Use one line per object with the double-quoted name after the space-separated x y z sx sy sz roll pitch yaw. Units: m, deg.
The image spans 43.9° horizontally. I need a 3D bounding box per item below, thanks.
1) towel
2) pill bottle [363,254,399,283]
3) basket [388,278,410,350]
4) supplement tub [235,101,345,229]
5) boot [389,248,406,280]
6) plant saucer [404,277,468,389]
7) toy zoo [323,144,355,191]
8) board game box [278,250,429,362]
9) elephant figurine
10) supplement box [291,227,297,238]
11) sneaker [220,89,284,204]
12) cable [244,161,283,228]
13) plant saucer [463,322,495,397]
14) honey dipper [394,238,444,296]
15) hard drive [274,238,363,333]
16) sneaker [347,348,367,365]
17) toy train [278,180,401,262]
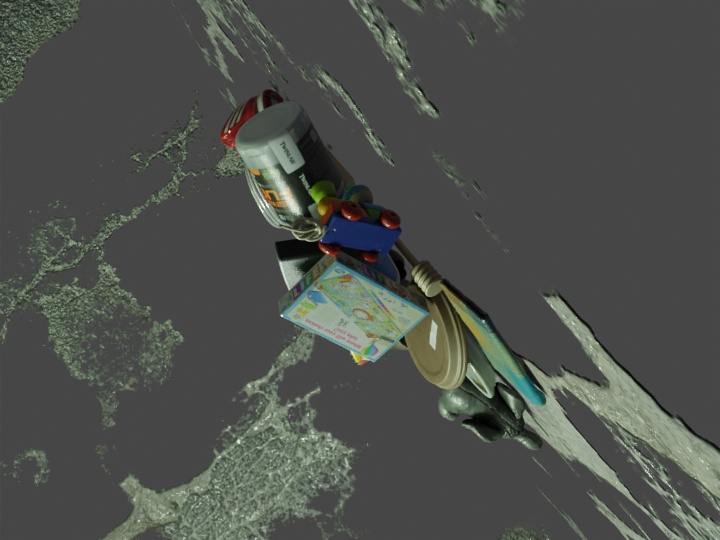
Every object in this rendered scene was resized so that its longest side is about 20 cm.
0.198 0.107 1.336 0.200 0.022 0.147 54 175 -31 "towel"
0.000 0.000 1.506 0.112 0.112 0.200 47 171 51 "pill bottle"
0.066 0.082 1.761 0.200 0.135 0.181 -168 75 -64 "basket"
-0.101 -0.153 1.411 0.200 0.122 0.123 60 173 -32 "supplement tub"
0.035 -0.023 1.754 0.144 0.072 0.200 48 173 13 "boot"
0.116 0.101 1.474 0.200 0.029 0.201 167 90 -69 "plant saucer"
-0.049 -0.172 1.570 0.131 0.020 0.200 50 177 13 "toy zoo"
-0.009 0.057 1.391 0.200 0.134 0.034 30 -151 -34 "board game box"
0.255 0.264 1.697 0.200 0.155 0.142 38 129 23 "elephant figurine"
-0.096 -0.114 1.571 0.201 0.069 0.067 66 160 6 "supplement box"
-0.175 -0.197 1.526 0.078 0.115 0.201 13 -112 -49 "sneaker"
-0.155 -0.185 1.707 0.200 0.069 0.201 -68 -39 -64 "cable"
0.181 0.129 1.557 0.200 0.050 0.200 52 176 5 "plant saucer"
0.063 -0.036 1.419 0.200 0.038 0.038 50 178 35 "honey dipper"
-0.050 0.028 1.432 0.200 0.134 0.042 66 -154 -42 "hard drive"
-0.005 0.079 1.633 0.078 0.082 0.200 -103 -11 -55 "sneaker"
-0.045 -0.089 1.308 0.199 0.085 0.116 10 -143 -34 "toy train"
